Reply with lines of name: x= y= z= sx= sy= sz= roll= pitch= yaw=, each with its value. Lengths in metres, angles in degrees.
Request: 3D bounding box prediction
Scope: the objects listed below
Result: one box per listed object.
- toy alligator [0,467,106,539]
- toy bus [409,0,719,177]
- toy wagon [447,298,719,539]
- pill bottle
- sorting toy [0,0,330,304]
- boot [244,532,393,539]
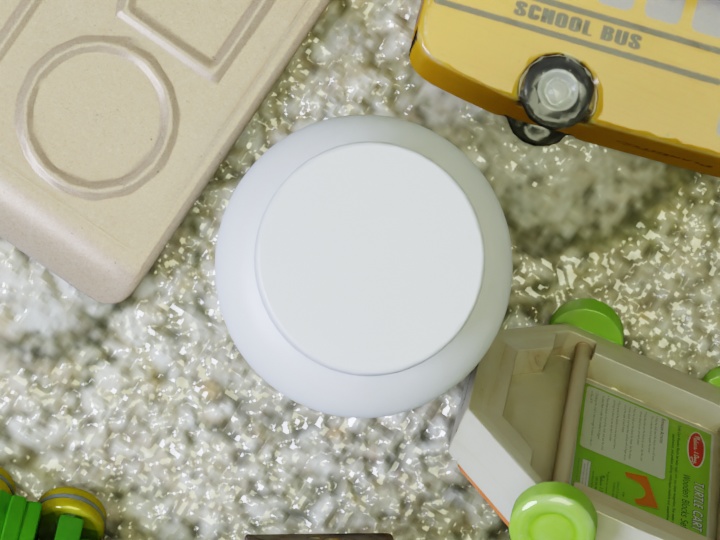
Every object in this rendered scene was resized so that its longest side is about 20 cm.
toy alligator: x=-0.119 y=0.129 z=1.051 sx=0.199 sy=0.060 sz=0.054 roll=18 pitch=132 yaw=-9
toy bus: x=0.120 y=-0.083 z=1.061 sx=0.199 sy=0.065 sz=0.079 roll=15 pitch=85 yaw=-1
toy wagon: x=0.133 y=0.086 z=1.015 sx=0.199 sy=0.155 sz=0.040 roll=23 pitch=120 yaw=-2
pill bottle: x=0.000 y=0.000 z=0.983 sx=0.111 sy=0.200 sz=0.113 roll=0 pitch=88 yaw=-2
sorting toy: x=-0.121 y=-0.116 z=1.069 sx=0.185 sy=0.036 sz=0.201 roll=34 pitch=91 yaw=-1
boot: x=0.003 y=0.207 z=0.973 sx=0.186 sy=0.064 sz=0.201 roll=18 pitch=91 yaw=36
